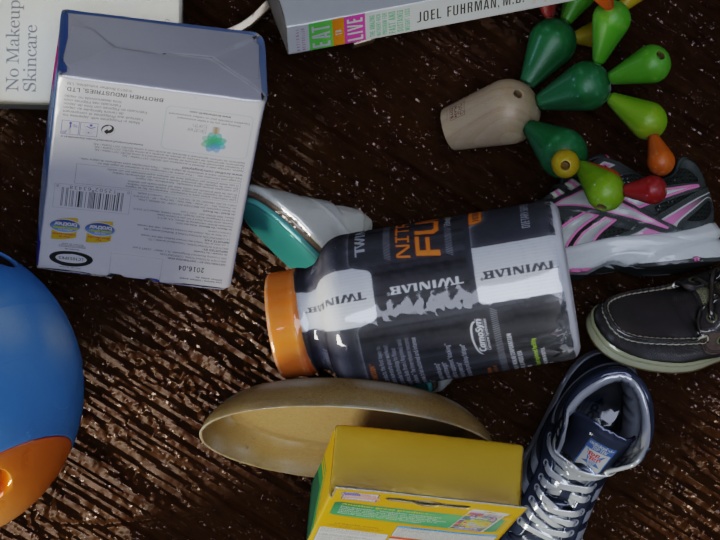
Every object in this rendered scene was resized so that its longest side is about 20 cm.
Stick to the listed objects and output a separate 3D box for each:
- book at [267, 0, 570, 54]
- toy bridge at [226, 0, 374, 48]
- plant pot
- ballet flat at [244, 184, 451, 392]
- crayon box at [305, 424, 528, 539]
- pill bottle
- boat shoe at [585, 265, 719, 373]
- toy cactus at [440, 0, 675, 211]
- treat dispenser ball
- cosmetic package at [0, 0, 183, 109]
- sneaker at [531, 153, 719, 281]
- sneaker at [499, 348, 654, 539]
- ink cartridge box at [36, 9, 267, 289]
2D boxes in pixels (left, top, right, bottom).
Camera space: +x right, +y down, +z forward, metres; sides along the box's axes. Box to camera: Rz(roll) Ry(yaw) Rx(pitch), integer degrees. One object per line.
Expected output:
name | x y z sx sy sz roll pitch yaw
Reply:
book | 0.032 -0.213 1.388 0.199 0.048 0.134 -12 48 -9
toy bridge | -0.006 -0.191 1.440 0.199 0.027 0.068 -17 92 -4
plant pot | -0.008 0.106 1.373 0.199 0.200 0.028 6 72 -4
ballet flat | 0.000 0.000 1.435 0.069 0.069 0.200 -45 98 -2
crayon box | 0.036 0.149 1.367 0.125 0.200 0.052 7 72 -5
pill bottle | 0.039 0.021 1.343 0.199 0.106 0.107 -10 93 6
boat shoe | 0.252 0.025 1.423 0.199 0.065 0.073 -4 50 -23
toy cactus | 0.133 -0.120 1.410 0.164 0.102 0.201 -16 67 21
treat dispenser ball | -0.281 0.078 1.342 0.199 0.201 0.202 0 92 -4
cosmetic package | -0.221 -0.162 1.404 0.199 0.073 0.104 0 92 -5
sneaker | 0.155 -0.037 1.442 0.199 0.080 0.087 -4 82 -13
sneaker | 0.143 0.151 1.421 0.070 0.108 0.201 23 90 -4
ink cartridge box | -0.143 -0.066 1.365 0.136 0.077 0.201 7 130 -8
